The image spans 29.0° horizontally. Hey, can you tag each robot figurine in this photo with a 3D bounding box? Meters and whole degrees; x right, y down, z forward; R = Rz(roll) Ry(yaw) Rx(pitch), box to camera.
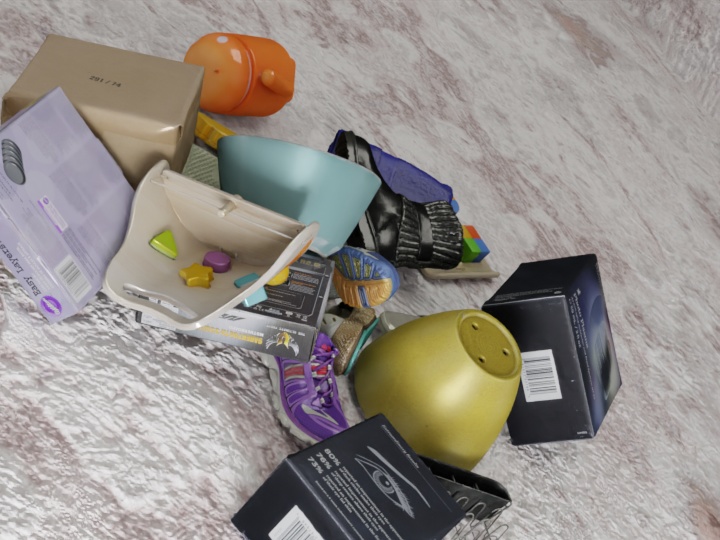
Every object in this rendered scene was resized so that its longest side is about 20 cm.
[{"bbox_3d":[-0.171,-0.278,1.977,0.144,0.117,0.199,52,29,21],"label":"robot figurine"}]

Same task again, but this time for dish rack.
[{"bbox_3d":[0.120,0.311,1.553,0.153,0.055,0.201,22,33,-32],"label":"dish rack"}]

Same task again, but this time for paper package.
[{"bbox_3d":[-0.295,-0.181,1.616,0.198,0.104,0.191,12,31,-3],"label":"paper package"}]

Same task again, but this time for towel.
[{"bbox_3d":[0.031,-0.102,2.011,0.199,0.050,0.148,26,55,-13],"label":"towel"}]

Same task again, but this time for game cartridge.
[{"bbox_3d":[-0.137,-0.144,1.851,0.199,0.033,0.176,30,5,-19],"label":"game cartridge"}]

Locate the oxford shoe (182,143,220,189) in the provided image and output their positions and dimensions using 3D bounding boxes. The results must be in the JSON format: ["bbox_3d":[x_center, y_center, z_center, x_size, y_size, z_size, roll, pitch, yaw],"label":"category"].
[{"bbox_3d":[-0.177,-0.097,1.769,0.199,0.058,0.076,33,55,-31],"label":"oxford shoe"}]

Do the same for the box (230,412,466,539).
[{"bbox_3d":[-0.008,0.251,1.418,0.148,0.104,0.200,49,27,16],"label":"box"}]

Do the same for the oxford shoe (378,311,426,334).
[{"bbox_3d":[0.108,0.088,1.850,0.199,0.058,0.075,21,35,-31],"label":"oxford shoe"}]

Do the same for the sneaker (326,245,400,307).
[{"bbox_3d":[0.000,0.000,1.711,0.088,0.200,0.076,-13,99,-31],"label":"sneaker"}]

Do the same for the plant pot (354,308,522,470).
[{"bbox_3d":[0.113,0.128,1.682,0.199,0.142,0.201,25,41,-24],"label":"plant pot"}]

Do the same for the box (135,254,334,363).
[{"bbox_3d":[-0.137,0.023,1.568,0.198,0.049,0.159,13,29,0],"label":"box"}]

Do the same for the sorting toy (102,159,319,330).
[{"bbox_3d":[-0.174,-0.006,1.465,0.199,0.107,0.180,22,38,17],"label":"sorting toy"}]

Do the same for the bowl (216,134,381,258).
[{"bbox_3d":[-0.083,-0.078,1.631,0.199,0.106,0.201,13,-7,2],"label":"bowl"}]

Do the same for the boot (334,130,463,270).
[{"bbox_3d":[0.051,-0.096,1.933,0.157,0.079,0.213,-8,82,-21],"label":"boot"}]

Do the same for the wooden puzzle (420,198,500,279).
[{"bbox_3d":[0.116,-0.068,2.119,0.185,0.046,0.200,-1,49,-53],"label":"wooden puzzle"}]

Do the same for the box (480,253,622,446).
[{"bbox_3d":[0.264,0.102,1.879,0.198,0.122,0.201,-40,119,-63],"label":"box"}]

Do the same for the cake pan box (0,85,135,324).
[{"bbox_3d":[-0.316,-0.069,1.455,0.201,0.052,0.184,55,36,-17],"label":"cake pan box"}]

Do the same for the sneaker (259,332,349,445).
[{"bbox_3d":[-0.056,0.119,1.576,0.080,0.084,0.201,14,38,-42],"label":"sneaker"}]

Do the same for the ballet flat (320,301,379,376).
[{"bbox_3d":[-0.025,0.078,1.687,0.065,0.071,0.200,30,10,2],"label":"ballet flat"}]
